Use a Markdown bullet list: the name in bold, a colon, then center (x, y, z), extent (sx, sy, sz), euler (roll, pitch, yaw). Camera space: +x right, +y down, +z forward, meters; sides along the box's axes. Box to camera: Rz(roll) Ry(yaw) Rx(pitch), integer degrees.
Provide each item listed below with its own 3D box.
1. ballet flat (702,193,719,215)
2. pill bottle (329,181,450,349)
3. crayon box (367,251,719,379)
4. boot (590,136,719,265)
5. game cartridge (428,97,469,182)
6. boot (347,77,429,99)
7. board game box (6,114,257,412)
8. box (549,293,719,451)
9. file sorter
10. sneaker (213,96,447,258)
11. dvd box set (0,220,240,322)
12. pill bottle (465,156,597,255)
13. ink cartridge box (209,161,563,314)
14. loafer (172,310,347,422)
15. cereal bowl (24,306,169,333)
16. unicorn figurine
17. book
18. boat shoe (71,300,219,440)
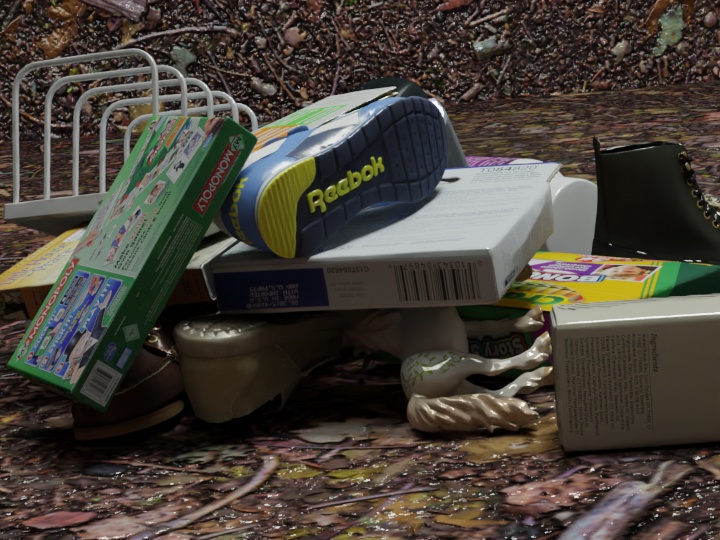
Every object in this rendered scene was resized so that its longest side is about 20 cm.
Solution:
- **ballet flat**: center (0.290, -0.036, 1.735), extent (0.075, 0.068, 0.199), euler (20, -3, -33)
- **pill bottle**: center (0.000, 0.000, 1.564), extent (0.199, 0.112, 0.111), euler (-14, 13, -41)
- **crayon box**: center (0.134, 0.031, 1.470), extent (0.199, 0.059, 0.172), euler (5, 13, 40)
- **boot**: center (0.275, -0.039, 1.577), extent (0.198, 0.140, 0.077), euler (-4, 9, -4)
- **game cartridge**: center (-0.008, -0.057, 1.644), extent (0.199, 0.041, 0.134), euler (-31, -33, 1)
- **boot**: center (-0.040, -0.087, 1.795), extent (0.199, 0.077, 0.168), euler (-23, 17, 38)
- **board game box**: center (-0.151, -0.010, 1.333), extent (0.029, 0.201, 0.134), euler (33, -10, -24)
- **box**: center (0.215, 0.057, 1.220), extent (0.198, 0.083, 0.068), euler (-3, 8, 3)
- **file sorter**: center (-0.177, -0.091, 1.648), extent (0.138, 0.126, 0.200), euler (-5, -10, 21)
- **sneaker**: center (-0.020, -0.068, 1.359), extent (0.082, 0.075, 0.199), euler (4, 20, 44)
- **dvd box set**: center (-0.157, -0.008, 1.470), extent (0.199, 0.030, 0.146), euler (-6, 19, 29)
- **pill bottle**: center (0.115, -0.041, 1.742), extent (0.112, 0.113, 0.199), euler (-13, 12, -39)
- **ink cartridge box**: center (0.025, -0.022, 1.379), extent (0.198, 0.041, 0.200), euler (-3, 18, 21)
- **loafer**: center (-0.070, 0.060, 1.373), extent (0.075, 0.069, 0.200), euler (9, 7, 24)
- **cereal bowl**: center (-0.169, 0.021, 1.614), extent (0.198, 0.084, 0.200), euler (-4, 9, 1)
- **unicorn figurine**: center (0.056, 0.048, 1.342), extent (0.136, 0.074, 0.200), euler (-16, 16, 5)
- **book**: center (-0.077, -0.073, 1.481), extent (0.199, 0.048, 0.133), euler (-27, 16, -24)
- **boat shoe**: center (-0.145, 0.062, 1.398), extent (0.070, 0.071, 0.200), euler (-5, 10, 17)
